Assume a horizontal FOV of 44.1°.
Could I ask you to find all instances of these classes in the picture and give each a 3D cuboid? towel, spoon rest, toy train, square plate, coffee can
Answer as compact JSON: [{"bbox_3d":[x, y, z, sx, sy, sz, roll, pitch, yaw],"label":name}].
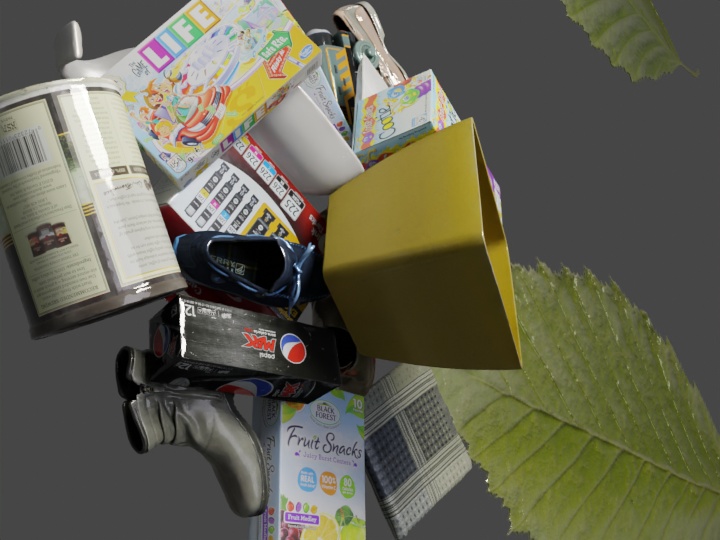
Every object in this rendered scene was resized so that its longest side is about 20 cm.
[{"bbox_3d":[0.064,0.230,1.203,0.200,0.034,0.194,-26,93,-50],"label":"towel"},{"bbox_3d":[-0.257,-0.211,0.965,0.200,0.060,0.100,16,64,-62],"label":"spoon rest"},{"bbox_3d":[-0.025,-0.244,1.242,0.113,0.085,0.202,-1,76,-42],"label":"toy train"},{"bbox_3d":[0.041,-0.150,1.166,0.200,0.028,0.199,50,30,-40],"label":"square plate"},{"bbox_3d":[-0.259,-0.055,0.814,0.146,0.146,0.201,-19,91,-53],"label":"coffee can"}]

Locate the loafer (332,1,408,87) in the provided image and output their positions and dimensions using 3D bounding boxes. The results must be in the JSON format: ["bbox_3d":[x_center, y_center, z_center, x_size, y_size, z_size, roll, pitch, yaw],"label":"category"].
[{"bbox_3d":[0.016,-0.304,1.335,0.063,0.072,0.201,-23,87,-36],"label":"loafer"}]

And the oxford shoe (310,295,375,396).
[{"bbox_3d":[-0.024,0.102,1.061,0.201,0.070,0.075,72,14,-45],"label":"oxford shoe"}]

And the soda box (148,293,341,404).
[{"bbox_3d":[-0.116,0.086,0.917,0.199,0.063,0.071,16,54,-38],"label":"soda box"}]

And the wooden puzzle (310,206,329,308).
[{"bbox_3d":[0.000,0.000,1.165,0.185,0.046,0.201,-37,111,-29],"label":"wooden puzzle"}]

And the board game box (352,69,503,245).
[{"bbox_3d":[0.085,-0.120,1.074,0.200,0.102,0.105,51,30,-37],"label":"board game box"}]

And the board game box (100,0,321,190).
[{"bbox_3d":[-0.156,-0.197,0.905,0.134,0.034,0.200,43,77,8],"label":"board game box"}]

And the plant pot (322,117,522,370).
[{"bbox_3d":[0.064,-0.013,0.968,0.201,0.175,0.201,-86,160,-45],"label":"plant pot"}]

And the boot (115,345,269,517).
[{"bbox_3d":[-0.177,0.168,0.902,0.130,0.068,0.201,-8,74,-49],"label":"boot"}]

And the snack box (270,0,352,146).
[{"bbox_3d":[-0.083,-0.246,1.080,0.143,0.053,0.200,60,0,35],"label":"snack box"}]

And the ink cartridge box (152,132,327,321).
[{"bbox_3d":[-0.139,-0.028,0.975,0.200,0.084,0.176,48,58,-26],"label":"ink cartridge box"}]

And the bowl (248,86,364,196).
[{"bbox_3d":[-0.101,-0.162,1.042,0.075,0.200,0.200,-45,110,-8],"label":"bowl"}]

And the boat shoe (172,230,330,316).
[{"bbox_3d":[-0.095,0.004,0.909,0.199,0.068,0.085,3,85,-42],"label":"boat shoe"}]

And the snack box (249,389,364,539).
[{"bbox_3d":[-0.058,0.233,1.011,0.142,0.053,0.201,24,57,-45],"label":"snack box"}]
